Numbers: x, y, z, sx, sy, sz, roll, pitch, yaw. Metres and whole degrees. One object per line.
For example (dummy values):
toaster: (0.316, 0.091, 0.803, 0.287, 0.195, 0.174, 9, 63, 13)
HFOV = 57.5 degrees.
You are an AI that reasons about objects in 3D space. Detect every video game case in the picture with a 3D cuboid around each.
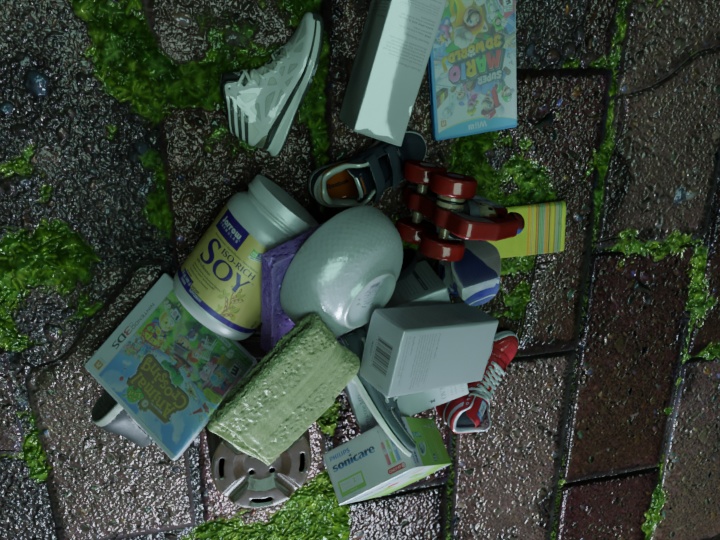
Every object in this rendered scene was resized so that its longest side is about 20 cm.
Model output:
video game case: (-0.280, 0.138, 0.967, 0.199, 0.022, 0.183, 40, 83, 11)
video game case: (0.170, -0.311, 0.994, 0.139, 0.018, 0.206, -11, 113, -11)

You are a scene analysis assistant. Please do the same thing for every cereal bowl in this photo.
cereal bowl: (-0.012, 0.017, 0.904, 0.198, 0.083, 0.203, -34, 150, -22)

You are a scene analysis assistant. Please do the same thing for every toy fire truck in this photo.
toy fire truck: (0.151, -0.088, 0.963, 0.163, 0.200, 0.116, 0, 109, -26)

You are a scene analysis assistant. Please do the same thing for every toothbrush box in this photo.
toothbrush box: (0.050, 0.314, 1.093, 0.143, 0.088, 0.199, -30, 155, 15)

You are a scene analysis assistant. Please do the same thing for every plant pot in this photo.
plant pot: (-0.162, 0.244, 1.024, 0.194, 0.199, 0.207, -5, 113, -12)

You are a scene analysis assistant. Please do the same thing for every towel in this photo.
towel: (-0.097, 0.160, 0.871, 0.200, 0.036, 0.149, -45, 136, -6)
towel: (0.258, -0.067, 1.114, 0.193, 0.018, 0.089, -6, 107, -11)

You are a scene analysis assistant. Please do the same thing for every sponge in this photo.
sponge: (-0.091, 0.030, 0.929, 0.110, 0.030, 0.203, -32, 149, -32)

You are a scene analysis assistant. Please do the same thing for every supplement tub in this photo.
supplement tub: (-0.162, -0.019, 0.951, 0.144, 0.146, 0.202, 35, 99, -24)

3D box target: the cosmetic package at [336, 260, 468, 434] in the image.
cosmetic package: (0.055, 0.124, 1.076, 0.194, 0.123, 0.204, -19, 114, -5)

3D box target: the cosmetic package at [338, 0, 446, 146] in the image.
cosmetic package: (0.040, -0.290, 0.918, 0.079, 0.113, 0.205, 11, 109, -18)

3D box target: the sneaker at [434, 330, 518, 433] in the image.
sneaker: (0.219, 0.202, 1.152, 0.200, 0.113, 0.071, -46, 115, 6)

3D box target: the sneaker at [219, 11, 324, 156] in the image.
sneaker: (-0.129, -0.269, 0.901, 0.113, 0.076, 0.205, 18, 108, -22)

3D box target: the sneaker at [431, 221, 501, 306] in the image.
sneaker: (0.166, 0.004, 1.024, 0.078, 0.201, 0.118, -13, 124, -3)

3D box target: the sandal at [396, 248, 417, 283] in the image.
sandal: (0.000, 0.000, 1.038, 0.194, 0.076, 0.044, -17, 116, -8)

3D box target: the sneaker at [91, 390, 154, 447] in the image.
sneaker: (-0.318, 0.184, 1.040, 0.199, 0.075, 0.106, -42, 130, 1)

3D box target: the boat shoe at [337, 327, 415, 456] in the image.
boat shoe: (0.032, 0.177, 0.963, 0.061, 0.073, 0.203, -34, 89, -8)

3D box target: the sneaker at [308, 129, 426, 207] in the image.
sneaker: (0.019, -0.146, 0.987, 0.196, 0.080, 0.080, -26, 114, -5)

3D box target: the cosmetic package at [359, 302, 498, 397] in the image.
cosmetic package: (0.101, 0.109, 0.943, 0.196, 0.073, 0.105, -1, 112, -40)
